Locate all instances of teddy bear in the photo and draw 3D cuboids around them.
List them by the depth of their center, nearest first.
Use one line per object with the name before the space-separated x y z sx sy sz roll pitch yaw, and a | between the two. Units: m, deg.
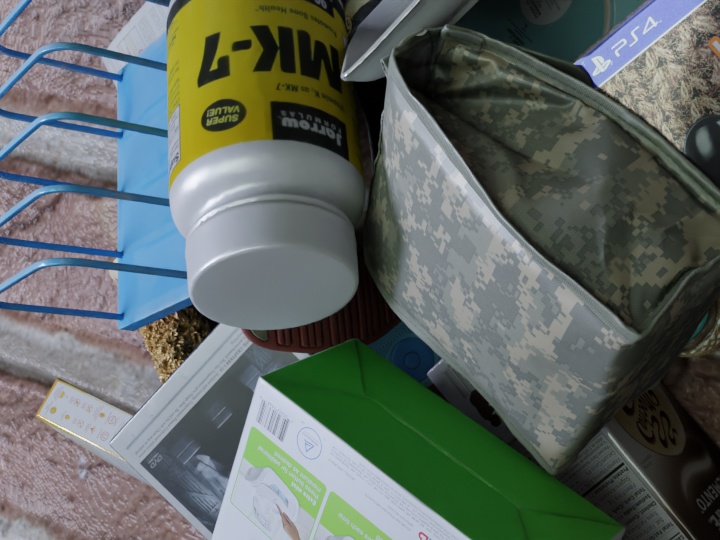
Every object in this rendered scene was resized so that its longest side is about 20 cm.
teddy bear | -0.149 0.048 0.910 0.066 0.145 0.202 -18 93 -4

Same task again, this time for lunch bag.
lunch bag | 0.084 -0.020 0.617 0.200 0.117 0.165 45 154 20

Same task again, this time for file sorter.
file sorter | -0.177 -0.075 0.784 0.138 0.122 0.202 -22 67 51

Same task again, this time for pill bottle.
pill bottle | -0.056 -0.075 0.683 0.114 0.114 0.202 -28 54 32

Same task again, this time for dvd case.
dvd case | -0.049 0.133 0.775 0.200 0.025 0.150 44 105 -1

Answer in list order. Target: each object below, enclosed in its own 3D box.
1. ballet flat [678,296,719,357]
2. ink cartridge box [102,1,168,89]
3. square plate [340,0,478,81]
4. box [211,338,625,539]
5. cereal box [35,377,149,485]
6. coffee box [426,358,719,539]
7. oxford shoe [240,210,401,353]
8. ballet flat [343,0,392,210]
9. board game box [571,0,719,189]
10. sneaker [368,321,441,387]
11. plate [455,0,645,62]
ballet flat | 0.163 -0.021 0.723 0.071 0.065 0.201 -48 52 24
ink cartridge box | -0.106 -0.136 0.866 0.199 0.047 0.161 -26 92 53
square plate | 0.070 -0.189 0.672 0.198 0.200 0.028 -42 103 15
box | 0.017 0.172 0.657 0.199 0.096 0.178 32 119 28
cereal box | -0.140 0.158 0.911 0.198 0.144 0.040 20 71 28
coffee box | 0.150 0.109 0.730 0.201 0.113 0.080 52 120 14
oxford shoe | 0.000 0.000 0.768 0.075 0.198 0.071 33 131 51
ballet flat | 0.014 -0.118 0.779 0.067 0.056 0.201 115 148 -46
board game box | 0.237 -0.080 0.617 0.159 0.097 0.201 -39 85 16
sneaker | -0.017 0.062 0.855 0.198 0.131 0.080 -23 96 -3
plate | 0.104 -0.148 0.740 0.199 0.025 0.203 -8 78 40
